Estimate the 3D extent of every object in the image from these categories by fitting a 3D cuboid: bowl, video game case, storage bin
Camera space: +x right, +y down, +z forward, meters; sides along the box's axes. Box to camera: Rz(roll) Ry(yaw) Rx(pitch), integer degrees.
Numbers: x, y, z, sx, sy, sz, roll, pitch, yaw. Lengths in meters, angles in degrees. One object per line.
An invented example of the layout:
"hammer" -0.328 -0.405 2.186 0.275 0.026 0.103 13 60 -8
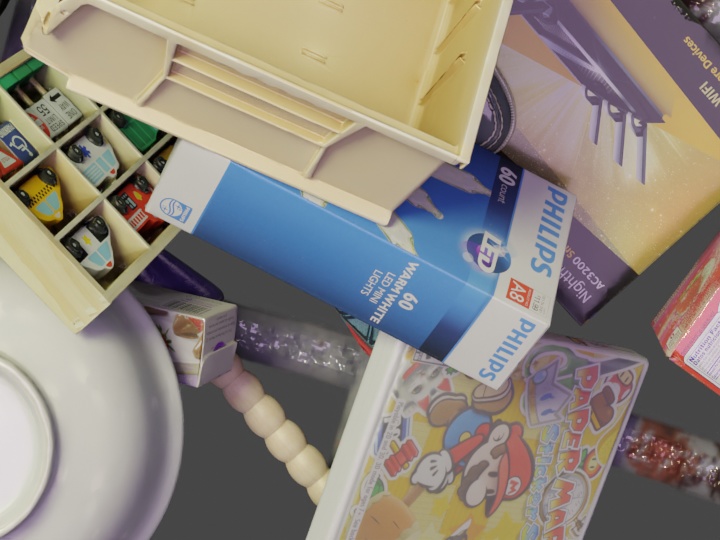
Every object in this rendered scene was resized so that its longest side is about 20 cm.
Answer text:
"bowl" -0.190 0.080 0.961 0.199 0.090 0.203 0 92 1
"video game case" 0.057 0.126 1.066 0.181 0.023 0.202 12 102 -38
"storage bin" -0.030 -0.157 0.913 0.197 0.094 0.201 23 65 -12

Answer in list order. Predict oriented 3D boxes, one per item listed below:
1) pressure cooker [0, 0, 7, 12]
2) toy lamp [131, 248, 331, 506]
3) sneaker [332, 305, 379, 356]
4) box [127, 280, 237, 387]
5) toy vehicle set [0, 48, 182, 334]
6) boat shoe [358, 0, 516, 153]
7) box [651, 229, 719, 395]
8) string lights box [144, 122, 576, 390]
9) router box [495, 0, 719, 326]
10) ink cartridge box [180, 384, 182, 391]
"pressure cooker" -0.268 -0.193 0.996 0.198 0.176 0.180 19 98 -1
"toy lamp" -0.063 0.073 1.099 0.058 0.058 0.200 -38 95 8
"sneaker" 0.000 0.000 1.062 0.200 0.096 0.079 41 100 -4
"box" -0.162 0.020 1.067 0.198 0.041 0.039 12 104 22
"toy vehicle set" -0.145 -0.056 1.009 0.026 0.200 0.124 -40 97 24
"boat shoe" -0.004 -0.119 1.002 0.200 0.062 0.073 39 108 -8
"box" 0.255 -0.014 1.047 0.099 0.096 0.201 34 99 -4
"string lights box" 0.003 -0.033 0.981 0.199 0.103 0.059 26 133 -8
"router box" 0.111 -0.097 1.062 0.157 0.052 0.200 -43 95 9
"ink cartridge box" -0.214 0.107 1.075 0.198 0.129 0.126 16 100 0
